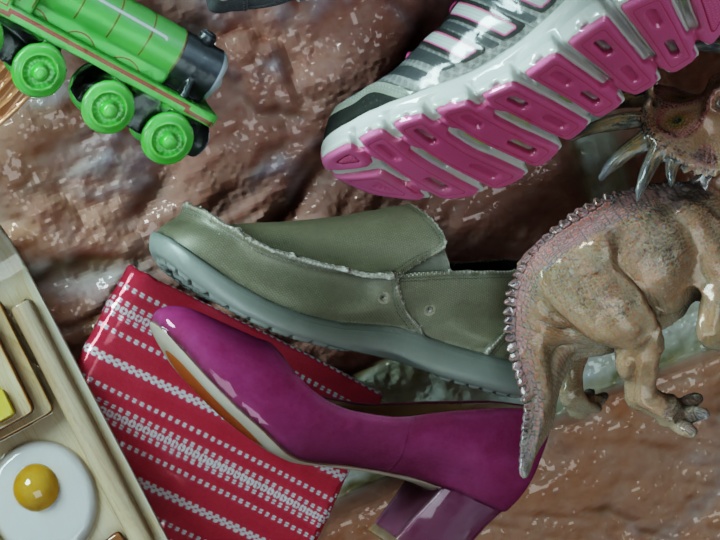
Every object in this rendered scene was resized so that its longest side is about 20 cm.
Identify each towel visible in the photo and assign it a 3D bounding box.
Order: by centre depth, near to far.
[{"bbox_3d":[-0.091,0.116,0.983,0.144,0.022,0.201,27,88,-23],"label":"towel"}]

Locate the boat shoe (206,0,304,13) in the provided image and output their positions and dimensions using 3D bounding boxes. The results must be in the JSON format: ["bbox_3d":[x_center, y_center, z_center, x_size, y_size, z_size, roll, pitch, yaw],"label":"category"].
[{"bbox_3d":[-0.063,-0.187,0.831,0.066,0.070,0.201,-19,129,-2],"label":"boat shoe"}]

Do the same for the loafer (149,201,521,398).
[{"bbox_3d":[0.000,0.000,0.953,0.199,0.075,0.070,17,93,-29],"label":"loafer"}]

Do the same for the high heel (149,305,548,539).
[{"bbox_3d":[-0.002,0.051,0.965,0.200,0.067,0.096,41,82,-31],"label":"high heel"}]

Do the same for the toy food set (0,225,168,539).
[{"bbox_3d":[-0.176,0.093,0.917,0.143,0.060,0.201,-28,86,-1],"label":"toy food set"}]

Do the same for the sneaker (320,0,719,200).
[{"bbox_3d":[0.064,-0.100,0.904,0.199,0.088,0.074,-30,142,32],"label":"sneaker"}]

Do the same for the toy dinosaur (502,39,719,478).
[{"bbox_3d":[0.116,-0.008,0.938,0.200,0.086,0.136,-40,119,-8],"label":"toy dinosaur"}]

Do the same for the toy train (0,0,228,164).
[{"bbox_3d":[-0.138,-0.106,0.855,0.199,0.042,0.057,27,100,-25],"label":"toy train"}]

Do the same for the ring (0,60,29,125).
[{"bbox_3d":[-0.211,-0.129,0.860,0.199,0.019,0.201,-5,121,-9],"label":"ring"}]
